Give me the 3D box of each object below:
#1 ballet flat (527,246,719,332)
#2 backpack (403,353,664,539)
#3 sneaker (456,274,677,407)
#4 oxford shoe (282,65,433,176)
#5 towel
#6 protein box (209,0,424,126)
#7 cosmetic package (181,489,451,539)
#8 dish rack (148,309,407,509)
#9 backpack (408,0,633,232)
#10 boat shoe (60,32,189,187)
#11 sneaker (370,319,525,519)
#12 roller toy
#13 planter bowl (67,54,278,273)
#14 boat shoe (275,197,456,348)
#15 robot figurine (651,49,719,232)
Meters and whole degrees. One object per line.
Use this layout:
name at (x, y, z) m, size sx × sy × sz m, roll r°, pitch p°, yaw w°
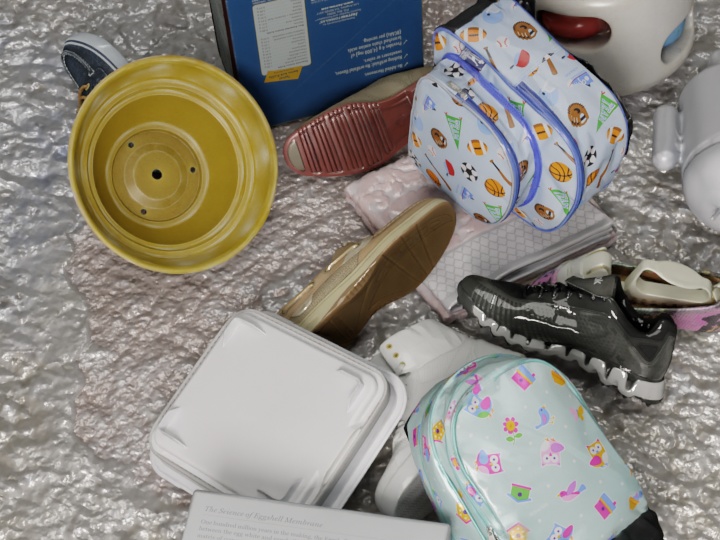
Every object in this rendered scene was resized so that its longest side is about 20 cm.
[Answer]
ballet flat at (0.238, 0.015, 1.295) m, size 0.198 × 0.071 × 0.070 m, roll 4°, pitch 52°, yaw 7°
backpack at (0.128, 0.159, 1.115) m, size 0.166 × 0.127 × 0.201 m, roll -33°, pitch 88°, yaw -26°
sneaker at (0.182, 0.034, 1.252) m, size 0.199 × 0.091 × 0.066 m, roll 25°, pitch 21°, yaw 9°
oxford shoe at (0.012, -0.150, 1.460) m, size 0.199 × 0.071 × 0.075 m, roll -20°, pitch 26°, yaw -11°
towel at (0.113, -0.058, 1.388) m, size 0.199 × 0.032 × 0.191 m, roll -25°, pitch 54°, yaw -17°
protein box at (-0.048, -0.275, 1.464) m, size 0.197 × 0.201 × 0.136 m, roll -15°, pitch 52°, yaw -8°
cosmetic package at (-0.044, 0.285, 1.065) m, size 0.197 × 0.123 × 0.201 m, roll 7°, pitch 53°, yaw 9°
dish rack at (-0.077, 0.119, 1.207) m, size 0.199 × 0.044 × 0.172 m, roll 24°, pitch 70°, yaw 35°
backpack at (0.142, -0.131, 1.314) m, size 0.190 × 0.200 × 0.154 m, roll 35°, pitch 68°, yaw 17°
boat shoe at (-0.262, -0.163, 1.470) m, size 0.091 × 0.071 × 0.200 m, roll -34°, pitch 59°, yaw -26°
sneaker at (0.043, 0.122, 1.229) m, size 0.115 × 0.074 × 0.200 m, roll 24°, pitch 48°, yaw 24°
roller toy at (0.243, -0.267, 1.477) m, size 0.198 × 0.140 × 0.183 m, roll -17°, pitch 42°, yaw -4°
planter bowl at (-0.184, -0.095, 1.379) m, size 0.199 × 0.083 × 0.202 m, roll 2°, pitch 85°, yaw -22°
boat shoe at (0.000, 0.000, 1.307) m, size 0.200 × 0.071 × 0.064 m, roll -42°, pitch 50°, yaw -10°
robot figurine at (0.355, -0.115, 1.364) m, size 0.168 × 0.113 × 0.201 m, roll 5°, pitch 51°, yaw 3°
